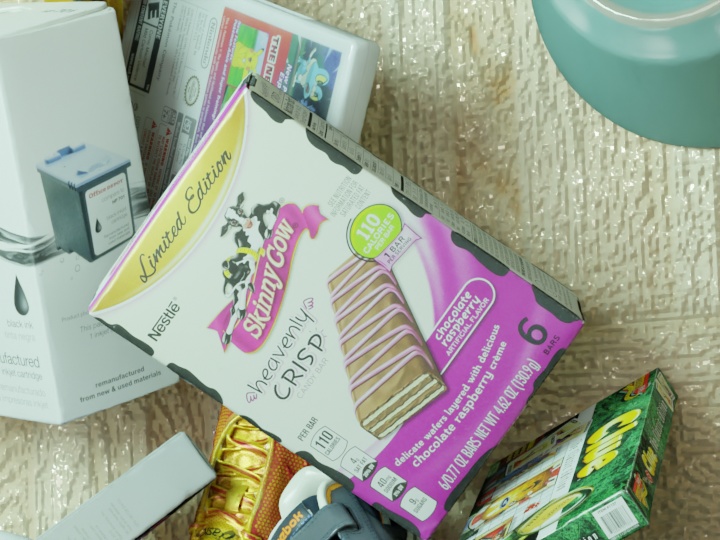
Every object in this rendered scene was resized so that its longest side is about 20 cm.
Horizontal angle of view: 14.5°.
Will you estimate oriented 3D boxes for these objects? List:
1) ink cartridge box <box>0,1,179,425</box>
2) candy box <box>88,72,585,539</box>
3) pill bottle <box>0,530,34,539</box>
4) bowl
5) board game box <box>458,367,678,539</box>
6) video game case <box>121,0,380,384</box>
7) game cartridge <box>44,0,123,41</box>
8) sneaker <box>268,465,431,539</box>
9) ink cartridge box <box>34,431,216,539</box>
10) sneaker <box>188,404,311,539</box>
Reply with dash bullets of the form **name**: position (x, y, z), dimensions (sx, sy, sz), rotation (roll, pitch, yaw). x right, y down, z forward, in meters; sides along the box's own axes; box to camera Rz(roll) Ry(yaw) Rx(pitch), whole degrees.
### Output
- **ink cartridge box**: position (-0.182, -0.032, 1.460), dimensions (0.146, 0.086, 0.200), rotation (4, 109, 48)
- **candy box**: position (-0.011, 0.017, 1.360), dimensions (0.200, 0.061, 0.136), rotation (34, 100, -6)
- **pill bottle**: position (-0.210, 0.243, 1.455), dimensions (0.111, 0.111, 0.200), rotation (-12, 61, 20)
- **bowl**: position (0.162, -0.166, 1.385), dimensions (0.201, 0.105, 0.201), rotation (-2, 84, 21)
- **board game box**: position (0.096, 0.105, 1.334), dimensions (0.105, 0.200, 0.023), rotation (-29, 97, 15)
- **video game case**: position (-0.075, -0.043, 1.455), dimensions (0.182, 0.023, 0.200), rotation (26, 106, 45)
- **game cartridge**: position (-0.172, -0.223, 1.492), dimensions (0.032, 0.176, 0.200), rotation (-18, 75, -10)
- **sneaker**: position (-0.007, 0.157, 1.356), dimensions (0.079, 0.200, 0.078), rotation (37, 100, -14)
- **ink cartridge box**: position (-0.165, 0.155, 1.396), dimensions (0.037, 0.200, 0.095), rotation (54, 141, 3)
- **sneaker**: position (-0.051, 0.120, 1.454), dimensions (0.073, 0.077, 0.200), rotation (1, 83, 24)
